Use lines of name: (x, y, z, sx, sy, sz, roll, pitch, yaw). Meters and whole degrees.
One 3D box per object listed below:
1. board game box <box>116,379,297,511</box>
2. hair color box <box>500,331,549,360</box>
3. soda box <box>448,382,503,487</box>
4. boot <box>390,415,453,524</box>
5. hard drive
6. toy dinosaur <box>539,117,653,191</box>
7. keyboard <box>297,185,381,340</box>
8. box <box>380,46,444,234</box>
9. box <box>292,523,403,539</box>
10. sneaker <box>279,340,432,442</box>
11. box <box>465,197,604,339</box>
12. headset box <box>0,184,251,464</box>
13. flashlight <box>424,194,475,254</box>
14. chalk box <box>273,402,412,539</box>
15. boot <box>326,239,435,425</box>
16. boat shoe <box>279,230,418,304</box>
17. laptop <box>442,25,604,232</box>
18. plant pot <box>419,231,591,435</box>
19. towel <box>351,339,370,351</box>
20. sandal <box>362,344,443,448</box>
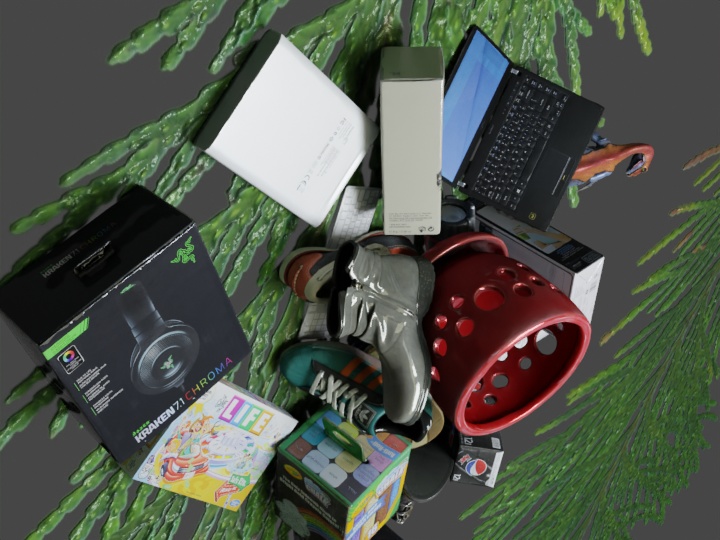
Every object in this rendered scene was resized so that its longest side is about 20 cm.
board game box: (-0.170, 0.196, 1.111, 0.135, 0.034, 0.200, -55, 144, -3)
hair color box: (0.230, 0.073, 1.468, 0.200, 0.061, 0.099, -26, 134, -37)
soda box: (0.159, 0.218, 1.389, 0.200, 0.063, 0.071, -87, -174, -61)
boot: (0.078, 0.300, 1.375, 0.200, 0.069, 0.175, -69, 177, -56)
hard drive: (-0.068, -0.138, 0.986, 0.132, 0.027, 0.200, -57, 145, 0)
toy dinosaur: (0.323, -0.139, 1.338, 0.181, 0.200, 0.105, -5, 121, 5)
keyboard: (-0.026, -0.007, 1.148, 0.056, 0.011, 0.201, -4, 119, -48)
box: (0.057, -0.141, 1.070, 0.068, 0.082, 0.201, 0, 130, 2)
box: (-0.003, 0.397, 1.318, 0.079, 0.200, 0.142, -30, 137, -32)
sneaker: (-0.003, 0.146, 1.150, 0.199, 0.080, 0.072, 19, 122, -11)
box: (0.214, -0.008, 1.269, 0.060, 0.200, 0.117, -27, 137, -32)
headset box: (-0.215, 0.046, 0.894, 0.174, 0.093, 0.200, -41, 141, -23)
flashlight: (0.112, -0.003, 1.274, 0.067, 0.068, 0.201, 0, 132, 1)
chalk box: (-0.023, 0.251, 1.215, 0.124, 0.125, 0.200, -38, 151, -36)
boot: (0.013, 0.071, 1.072, 0.130, 0.068, 0.201, 6, 85, -40)
boat shoe: (0.000, 0.000, 1.125, 0.199, 0.062, 0.071, -9, 120, -42)
laptop: (0.184, -0.169, 1.180, 0.178, 0.199, 0.103, -64, -179, 2)
plant pot: (0.145, 0.070, 1.167, 0.200, 0.183, 0.201, -25, 142, -22)
towel: (0.024, 0.164, 1.305, 0.111, 0.048, 0.201, -24, 132, -36)
sandal: (0.053, 0.155, 1.244, 0.080, 0.054, 0.200, -20, 126, 9)
